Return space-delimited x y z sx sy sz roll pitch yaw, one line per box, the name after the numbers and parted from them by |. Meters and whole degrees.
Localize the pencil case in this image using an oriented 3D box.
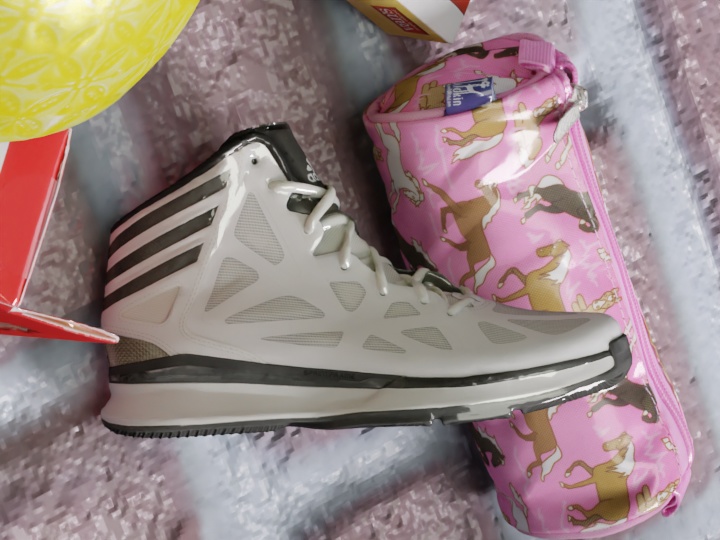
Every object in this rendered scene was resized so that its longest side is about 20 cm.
0.070 0.009 1.009 0.083 0.086 0.201 -26 107 -23 | pencil case

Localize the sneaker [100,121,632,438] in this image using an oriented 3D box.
0.000 0.000 0.941 0.200 0.076 0.116 -3 90 0 | sneaker

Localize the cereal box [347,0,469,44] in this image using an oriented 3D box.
0.023 -0.206 0.971 0.144 0.039 0.201 32 75 -51 | cereal box

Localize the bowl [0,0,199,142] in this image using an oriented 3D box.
-0.108 -0.152 0.788 0.200 0.108 0.201 16 62 -34 | bowl

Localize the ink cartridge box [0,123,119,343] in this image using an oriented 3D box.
-0.179 -0.035 0.839 0.200 0.116 0.067 21 80 -31 | ink cartridge box
